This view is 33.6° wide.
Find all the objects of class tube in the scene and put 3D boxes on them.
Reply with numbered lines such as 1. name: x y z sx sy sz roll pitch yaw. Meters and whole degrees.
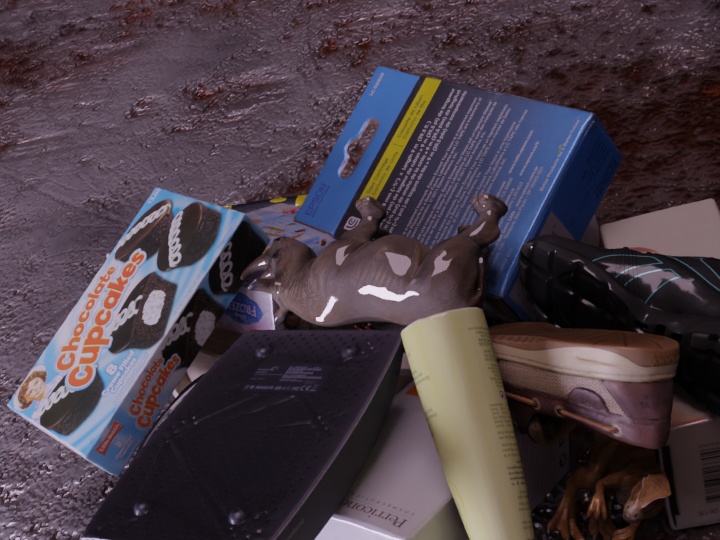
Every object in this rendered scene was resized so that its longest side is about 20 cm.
1. tube: 0.071 0.122 0.666 0.058 0.201 0.052 -4 -18 -42

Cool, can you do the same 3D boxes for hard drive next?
1. hard drive: -0.059 0.105 0.707 0.134 0.042 0.200 -2 31 29

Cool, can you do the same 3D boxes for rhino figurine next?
1. rhino figurine: 0.000 0.000 0.789 0.199 0.060 0.088 -1 55 30

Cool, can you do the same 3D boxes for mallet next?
1. mallet: -0.048 -0.071 1.127 0.199 0.041 0.066 -1 42 29

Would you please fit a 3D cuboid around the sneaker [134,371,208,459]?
1. sneaker: -0.144 0.151 0.820 0.201 0.076 0.087 -63 30 -1

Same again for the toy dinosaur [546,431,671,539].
1. toy dinosaur: 0.161 0.116 0.747 0.060 0.107 0.200 21 18 -11

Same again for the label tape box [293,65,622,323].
1. label tape box: 0.068 -0.058 0.868 0.199 0.063 0.145 21 78 40

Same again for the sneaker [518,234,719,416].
1. sneaker: 0.186 0.025 0.725 0.200 0.076 0.079 29 49 36

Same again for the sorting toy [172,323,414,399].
1. sorting toy: -0.015 0.075 0.895 0.199 0.107 0.180 12 39 43

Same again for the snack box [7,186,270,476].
1. snack box: -0.161 0.038 0.864 0.116 0.037 0.201 17 70 45

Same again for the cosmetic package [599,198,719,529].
1. cosmetic package: 0.222 0.058 0.794 0.087 0.104 0.200 -12 38 9

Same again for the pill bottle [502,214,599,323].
1. pill bottle: 0.127 -0.043 0.949 0.110 0.111 0.200 -17 39 6

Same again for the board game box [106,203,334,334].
1. board game box: -0.067 -0.005 0.973 0.199 0.041 0.199 12 23 42

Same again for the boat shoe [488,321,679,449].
1. boat shoe: 0.107 0.071 0.719 0.072 0.072 0.200 -6 4 -39

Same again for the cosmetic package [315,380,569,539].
1. cosmetic package: 0.045 0.134 0.760 0.101 0.072 0.200 10 28 33
